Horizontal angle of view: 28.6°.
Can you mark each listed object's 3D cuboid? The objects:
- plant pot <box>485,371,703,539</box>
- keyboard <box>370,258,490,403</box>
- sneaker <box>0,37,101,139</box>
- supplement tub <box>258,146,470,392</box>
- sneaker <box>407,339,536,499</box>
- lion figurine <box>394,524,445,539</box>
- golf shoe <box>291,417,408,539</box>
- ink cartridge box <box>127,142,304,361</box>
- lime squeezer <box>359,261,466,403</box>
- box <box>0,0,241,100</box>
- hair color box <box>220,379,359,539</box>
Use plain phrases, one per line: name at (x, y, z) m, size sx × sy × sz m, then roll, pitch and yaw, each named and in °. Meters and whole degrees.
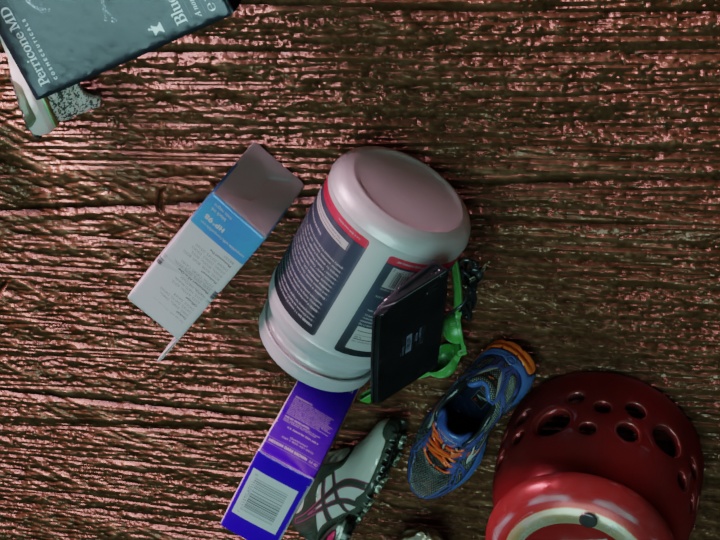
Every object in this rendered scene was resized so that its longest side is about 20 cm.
plant pot at (0.218, 0.227, 1.333) m, size 0.199 × 0.183 × 0.202 m, roll 9°, pitch 124°, yaw 13°
keyboard at (0.059, 0.047, 1.271) m, size 0.021 × 0.127 × 0.200 m, roll 52°, pitch 162°, yaw 22°
sneaker at (-0.296, -0.229, 1.325) m, size 0.088 × 0.077 × 0.201 m, roll -16°, pitch 115°, yaw -8°
supplement tub at (0.000, 0.000, 1.298) m, size 0.140 × 0.141 × 0.201 m, roll 31°, pitch 124°, yaw -1°
sneaker at (0.093, 0.152, 1.384) m, size 0.075 × 0.078 × 0.201 m, roll 38°, pitch 123°, yaw 17°
lion figurine at (0.081, 0.359, 1.531) m, size 0.122 × 0.073 × 0.200 m, roll -30°, pitch 120°, yaw 22°
golf shoe at (-0.020, 0.218, 1.472) m, size 0.088 × 0.077 × 0.201 m, roll 35°, pitch 124°, yaw 6°
ink cartridge box at (-0.149, -0.016, 1.354) m, size 0.067 × 0.116 × 0.200 m, roll 39°, pitch 123°, yaw -7°
lime squeezer at (0.073, 0.062, 1.369) m, size 0.070 × 0.038 × 0.201 m, roll 27°, pitch 122°, yaw -3°
box at (-0.226, -0.282, 1.202) m, size 0.199 × 0.118 × 0.198 m, roll -21°, pitch 112°, yaw 14°
hair color box at (-0.060, 0.166, 1.378) m, size 0.065 × 0.200 × 0.110 m, roll 27°, pitch 124°, yaw -1°
